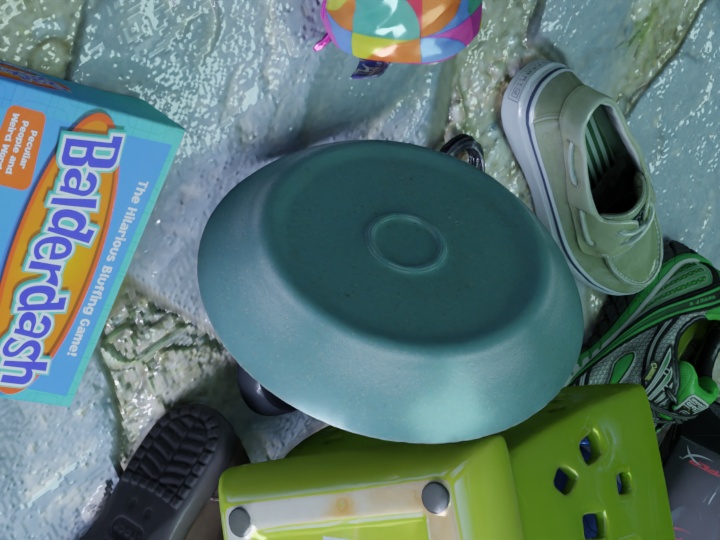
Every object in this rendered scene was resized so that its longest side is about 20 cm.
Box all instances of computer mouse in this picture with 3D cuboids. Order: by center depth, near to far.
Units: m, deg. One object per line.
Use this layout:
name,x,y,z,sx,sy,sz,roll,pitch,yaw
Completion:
computer mouse,0.000,0.000,1.070,0.200,0.034,0.059,-47,120,-17

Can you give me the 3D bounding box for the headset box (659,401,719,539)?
headset box,0.241,0.204,1.288,0.201,0.148,0.075,-65,175,27

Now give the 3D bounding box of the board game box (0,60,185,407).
board game box,-0.191,-0.024,0.869,0.200,0.045,0.153,12,106,-46

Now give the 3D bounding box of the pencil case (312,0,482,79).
pencil case,0.016,-0.194,0.926,0.088,0.088,0.201,-21,127,-31

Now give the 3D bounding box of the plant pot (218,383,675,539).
plant pot,0.043,0.172,1.005,0.181,0.199,0.200,-5,85,-58

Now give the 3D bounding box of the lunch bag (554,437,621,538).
lunch bag,0.087,0.170,1.162,0.132,0.136,0.201,-5,121,-57

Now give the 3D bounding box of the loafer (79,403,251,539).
loafer,-0.117,0.170,1.029,0.200,0.073,0.071,-53,136,-3

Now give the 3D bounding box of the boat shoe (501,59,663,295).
boat shoe,0.142,-0.043,1.140,0.072,0.062,0.200,-47,137,-9

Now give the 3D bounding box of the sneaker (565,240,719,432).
sneaker,0.173,0.079,1.225,0.078,0.085,0.200,30,94,-47

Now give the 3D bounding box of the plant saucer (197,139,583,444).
plant saucer,0.020,-0.003,0.955,0.199,0.200,0.036,-21,146,-31
